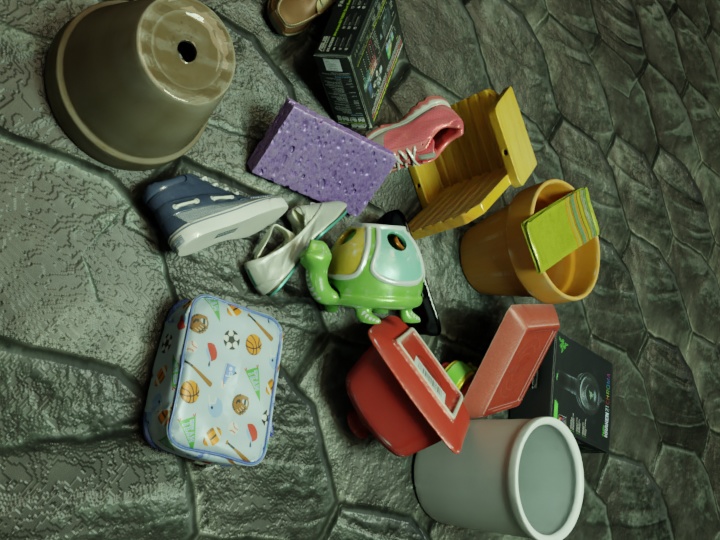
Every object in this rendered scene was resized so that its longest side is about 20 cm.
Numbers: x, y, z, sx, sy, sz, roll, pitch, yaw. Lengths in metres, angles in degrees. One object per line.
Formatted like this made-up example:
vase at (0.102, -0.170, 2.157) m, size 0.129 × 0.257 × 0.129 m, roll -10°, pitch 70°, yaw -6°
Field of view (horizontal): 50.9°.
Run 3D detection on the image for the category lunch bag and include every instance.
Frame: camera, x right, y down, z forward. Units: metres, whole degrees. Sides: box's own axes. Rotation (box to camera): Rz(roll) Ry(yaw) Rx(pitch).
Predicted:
lunch bag at (-0.171, 0.140, 0.918) m, size 0.159 × 0.075 × 0.202 m, roll 25°, pitch 63°, yaw -38°

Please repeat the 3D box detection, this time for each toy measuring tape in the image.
toy measuring tape at (0.127, 0.192, 1.178) m, size 0.199 × 0.073 × 0.074 m, roll -28°, pitch 98°, yaw -43°

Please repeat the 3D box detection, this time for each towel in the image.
towel at (0.324, -0.068, 1.210) m, size 0.199 × 0.018 × 0.087 m, roll -28°, pitch 98°, yaw -43°

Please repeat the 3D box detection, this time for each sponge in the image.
sponge at (-0.051, -0.156, 1.083) m, size 0.199 × 0.112 × 0.030 m, roll 20°, pitch 24°, yaw -39°

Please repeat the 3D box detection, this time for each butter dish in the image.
butter dish at (0.046, 0.183, 1.066) m, size 0.201 × 0.147 × 0.199 m, roll 54°, pitch 12°, yaw 5°

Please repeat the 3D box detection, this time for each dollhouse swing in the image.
dollhouse swing at (0.139, -0.166, 1.191) m, size 0.175 × 0.199 × 0.184 m, roll -24°, pitch 96°, yaw -42°

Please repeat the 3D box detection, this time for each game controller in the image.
game controller at (0.076, 0.005, 1.161) m, size 0.042 × 0.104 × 0.202 m, roll -21°, pitch 94°, yaw -20°

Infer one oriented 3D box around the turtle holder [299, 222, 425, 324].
turtle holder at (0.002, -0.001, 1.061) m, size 0.183 × 0.141 × 0.133 m, roll 5°, pitch 94°, yaw -9°

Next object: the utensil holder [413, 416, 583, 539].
utensil holder at (0.201, 0.305, 1.128) m, size 0.169 × 0.199 × 0.172 m, roll 10°, pitch 76°, yaw -42°

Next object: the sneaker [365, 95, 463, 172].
sneaker at (0.072, -0.191, 1.162) m, size 0.199 × 0.087 × 0.074 m, roll -37°, pitch 140°, yaw -6°

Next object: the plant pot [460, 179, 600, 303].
plant pot at (0.278, -0.036, 1.297) m, size 0.199 × 0.182 × 0.203 m, roll 12°, pitch 73°, yaw -40°

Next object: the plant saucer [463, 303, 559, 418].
plant saucer at (0.248, 0.151, 1.219) m, size 0.199 × 0.037 × 0.202 m, roll 3°, pitch 115°, yaw -57°

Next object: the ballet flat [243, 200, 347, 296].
ballet flat at (-0.089, -0.050, 1.050) m, size 0.070 × 0.069 × 0.200 m, roll 53°, pitch 54°, yaw -19°

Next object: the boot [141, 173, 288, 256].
boot at (-0.180, -0.088, 0.972) m, size 0.091 × 0.073 × 0.199 m, roll 56°, pitch 35°, yaw 8°

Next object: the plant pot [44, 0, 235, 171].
plant pot at (-0.234, -0.226, 0.867) m, size 0.199 × 0.173 × 0.203 m, roll 3°, pitch 85°, yaw -39°

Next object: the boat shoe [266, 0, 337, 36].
boat shoe at (-0.066, -0.429, 1.153) m, size 0.076 × 0.073 × 0.200 m, roll 53°, pitch 50°, yaw -19°

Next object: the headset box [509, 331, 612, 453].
headset box at (0.363, 0.221, 1.375) m, size 0.199 × 0.092 × 0.176 m, roll 29°, pitch 61°, yaw -34°

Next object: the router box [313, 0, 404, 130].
router box at (0.003, -0.341, 1.158) m, size 0.150 × 0.061 × 0.202 m, roll 66°, pitch 37°, yaw -54°
